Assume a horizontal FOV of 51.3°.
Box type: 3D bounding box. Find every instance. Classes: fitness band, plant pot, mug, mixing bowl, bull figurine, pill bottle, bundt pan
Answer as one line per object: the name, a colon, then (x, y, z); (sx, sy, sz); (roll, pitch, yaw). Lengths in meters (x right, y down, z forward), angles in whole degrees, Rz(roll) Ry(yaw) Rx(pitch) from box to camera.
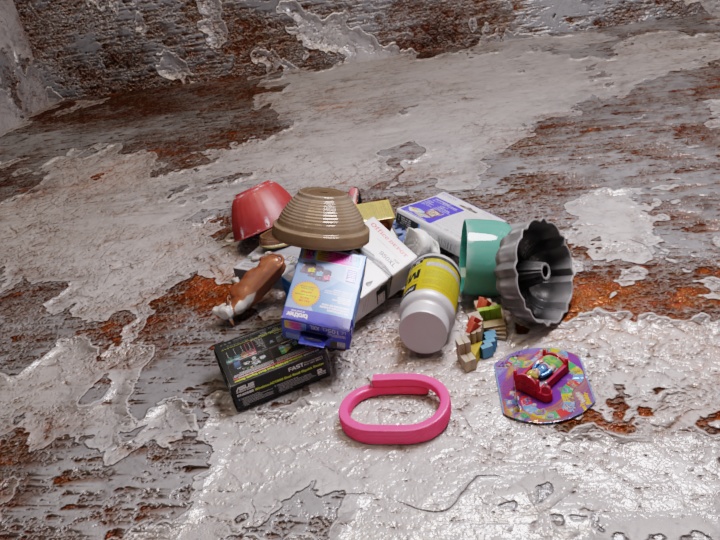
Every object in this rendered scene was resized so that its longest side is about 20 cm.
fitness band: (0.058, 0.234, 1.281); (0.195, 0.038, 0.145); (-4, 30, 15)
plant pot: (-0.076, -0.109, 1.479); (0.195, 0.095, 0.201); (4, 17, -1)
mug: (0.266, -0.037, 1.550); (0.111, 0.154, 0.187); (3, 43, 3)
mixing bowl: (-0.259, -0.165, 1.943); (0.196, 0.111, 0.200); (-23, 10, 4)
bull figurine: (-0.246, 0.035, 1.666); (0.199, 0.066, 0.121); (-40, 26, -3)
pill bottle: (0.135, 0.064, 1.469); (0.111, 0.117, 0.201); (-3, 30, 15)
bundt pan: (0.325, 0.005, 1.437); (0.075, 0.206, 0.201); (-7, 23, 46)

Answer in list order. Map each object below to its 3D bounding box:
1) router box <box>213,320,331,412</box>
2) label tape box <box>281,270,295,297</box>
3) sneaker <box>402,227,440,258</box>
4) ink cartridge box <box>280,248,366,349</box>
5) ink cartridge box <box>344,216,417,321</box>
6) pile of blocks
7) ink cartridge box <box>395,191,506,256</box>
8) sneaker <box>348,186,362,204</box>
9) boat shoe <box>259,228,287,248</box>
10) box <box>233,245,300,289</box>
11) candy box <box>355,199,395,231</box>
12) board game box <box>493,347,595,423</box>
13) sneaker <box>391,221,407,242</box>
router box: (-0.170, 0.173, 1.440); (0.196, 0.063, 0.150); (-20, 30, -15)
label tape box: (-0.056, 0.022, 1.661); (0.197, 0.067, 0.142); (-29, 34, -25)
sneaker: (0.138, -0.050, 1.633); (0.078, 0.079, 0.200); (0, -7, -4)
ink cartridge box: (-0.070, 0.062, 1.409); (0.133, 0.077, 0.204); (10, 58, 5)
ink cartridge box: (0.000, 0.000, 1.558); (0.198, 0.085, 0.144); (-34, 64, -29)
pile of blocks: (0.233, 0.106, 1.415); (0.080, 0.063, 0.201); (2, 32, 23)
ink cartridge box: (0.214, -0.114, 1.770); (0.196, 0.044, 0.198); (30, 35, 32)
sneaker: (-0.044, -0.130, 1.854); (0.084, 0.075, 0.204); (2, 52, 11)
boat shoe: (-0.166, -0.114, 1.850); (0.197, 0.069, 0.072); (-25, 31, -23)
box: (-0.191, -0.031, 1.826); (0.153, 0.042, 0.200); (7, 35, 29)
candy box: (-0.030, -0.087, 1.664); (0.195, 0.118, 0.057); (-10, 59, -16)
board game box: (0.311, 0.178, 1.284); (0.154, 0.040, 0.201); (-8, 30, 7)
sneaker: (0.033, -0.090, 1.807); (0.113, 0.082, 0.199); (-18, 32, -17)
